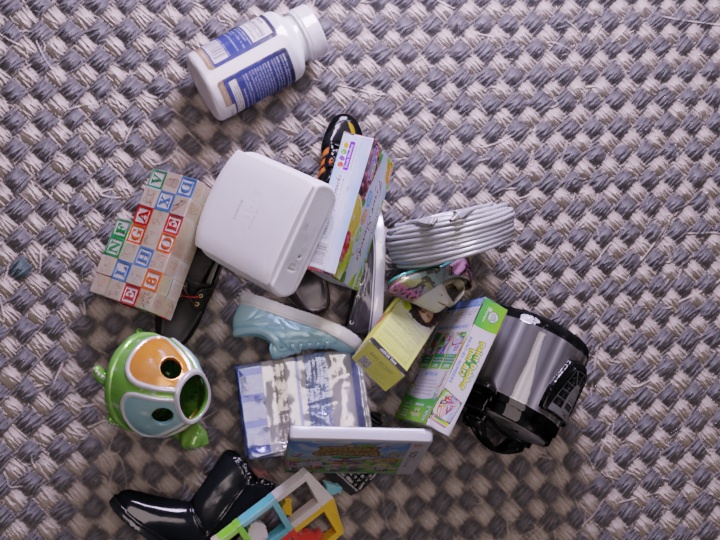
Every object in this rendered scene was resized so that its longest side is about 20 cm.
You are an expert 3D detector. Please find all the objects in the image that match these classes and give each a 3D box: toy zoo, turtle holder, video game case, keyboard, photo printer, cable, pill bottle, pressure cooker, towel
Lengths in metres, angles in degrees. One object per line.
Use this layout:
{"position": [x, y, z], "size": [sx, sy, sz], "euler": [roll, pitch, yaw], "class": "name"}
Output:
{"position": [-0.107, 0.380, 1.515], "size": [0.199, 0.020, 0.132], "euler": [-34, 119, -16], "class": "toy zoo"}
{"position": [-0.283, 0.183, 1.460], "size": [0.131, 0.141, 0.188], "euler": [11, 109, 30], "class": "turtle holder"}
{"position": [-0.008, 0.261, 1.481], "size": [0.197, 0.182, 0.022], "euler": [2, 64, -5], "class": "video game case"}
{"position": [-0.042, 0.237, 1.574], "size": [0.200, 0.021, 0.127], "euler": [40, 80, -5], "class": "keyboard"}
{"position": [-0.143, -0.074, 1.449], "size": [0.069, 0.199, 0.168], "euler": [23, 93, -51], "class": "photo printer"}
{"position": [0.137, -0.054, 1.541], "size": [0.198, 0.199, 0.070], "euler": [-14, 93, -33], "class": "cable"}
{"position": [-0.154, -0.320, 1.559], "size": [0.199, 0.111, 0.112], "euler": [-30, 90, -11], "class": "pill bottle"}
{"position": [0.233, 0.175, 1.547], "size": [0.175, 0.179, 0.201], "euler": [28, 77, -5], "class": "pressure cooker"}
{"position": [-0.083, 0.200, 1.549], "size": [0.198, 0.024, 0.149], "euler": [-6, 85, -9], "class": "towel"}

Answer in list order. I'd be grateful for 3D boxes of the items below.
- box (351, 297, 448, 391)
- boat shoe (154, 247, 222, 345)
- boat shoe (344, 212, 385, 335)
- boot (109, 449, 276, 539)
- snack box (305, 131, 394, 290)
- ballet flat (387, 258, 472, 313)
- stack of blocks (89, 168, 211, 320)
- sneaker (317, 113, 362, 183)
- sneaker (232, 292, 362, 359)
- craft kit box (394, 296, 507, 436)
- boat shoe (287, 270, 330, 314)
{"position": [0.062, 0.088, 1.530], "size": [0.075, 0.050, 0.200], "euler": [44, 39, -5], "class": "box"}
{"position": [-0.254, 0.022, 1.537], "size": [0.073, 0.063, 0.203], "euler": [23, 83, -9], "class": "boat shoe"}
{"position": [0.000, 0.000, 1.582], "size": [0.065, 0.070, 0.203], "euler": [2, 92, -10], "class": "boat shoe"}
{"position": [-0.240, 0.328, 1.501], "size": [0.199, 0.076, 0.169], "euler": [37, 84, -12], "class": "boot"}
{"position": [-0.014, -0.082, 1.494], "size": [0.052, 0.142, 0.202], "euler": [15, 85, 14], "class": "snack box"}
{"position": [0.116, 0.024, 1.547], "size": [0.199, 0.069, 0.072], "euler": [-17, 78, -55], "class": "ballet flat"}
{"position": [-0.302, -0.042, 1.509], "size": [0.114, 0.059, 0.202], "euler": [16, 81, 26], "class": "stack of blocks"}
{"position": [-0.032, -0.146, 1.574], "size": [0.069, 0.090, 0.202], "euler": [13, 83, -8], "class": "sneaker"}
{"position": [-0.099, 0.102, 1.551], "size": [0.198, 0.074, 0.083], "euler": [18, 81, 5], "class": "sneaker"}
{"position": [0.129, 0.141, 1.520], "size": [0.048, 0.200, 0.199], "euler": [30, 81, -7], "class": "craft kit box"}
{"position": [-0.102, -0.026, 1.560], "size": [0.074, 0.073, 0.202], "euler": [-25, 89, -11], "class": "boat shoe"}
